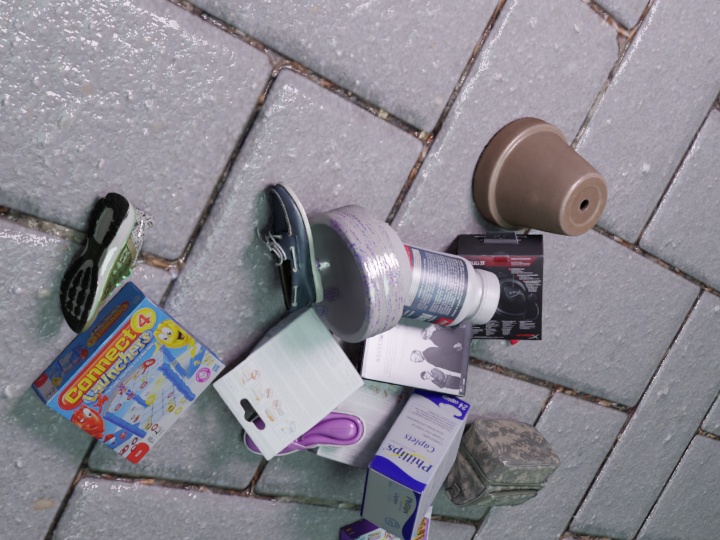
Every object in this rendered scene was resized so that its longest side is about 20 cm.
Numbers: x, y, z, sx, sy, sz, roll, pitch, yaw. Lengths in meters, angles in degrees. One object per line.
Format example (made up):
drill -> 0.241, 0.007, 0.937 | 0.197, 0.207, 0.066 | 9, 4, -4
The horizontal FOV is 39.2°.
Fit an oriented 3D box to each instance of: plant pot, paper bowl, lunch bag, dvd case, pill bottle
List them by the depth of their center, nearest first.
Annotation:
paper bowl -> 0.000, 0.000, 1.527 | 0.104, 0.200, 0.202 | -19, 125, -30
pill bottle -> 0.121, 0.027, 1.659 | 0.199, 0.120, 0.120 | 13, 106, -22
dvd case -> 0.095, 0.124, 1.710 | 0.199, 0.025, 0.151 | 13, 77, -22
plant pot -> 0.320, -0.140, 1.727 | 0.200, 0.174, 0.201 | -19, 125, -29
lunch bag -> 0.278, 0.401, 2.032 | 0.199, 0.140, 0.168 | 8, 125, -41

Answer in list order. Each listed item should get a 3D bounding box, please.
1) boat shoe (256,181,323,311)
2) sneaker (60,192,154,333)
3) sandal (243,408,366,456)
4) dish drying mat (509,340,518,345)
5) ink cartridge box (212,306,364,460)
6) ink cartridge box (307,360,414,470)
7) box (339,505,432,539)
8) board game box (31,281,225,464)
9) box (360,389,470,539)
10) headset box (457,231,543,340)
boat shoe -> -0.109, -0.033, 1.506 | 0.062, 0.075, 0.201 | -23, 121, -20
sneaker -> -0.330, -0.002, 1.355 | 0.088, 0.077, 0.201 | 14, 107, -51
sandal -> -0.091, 0.258, 1.649 | 0.201, 0.050, 0.083 | -6, 89, -4
dish drying mat -> 0.297, 0.050, 1.923 | 0.077, 0.018, 0.201 | -34, 131, -18
ink cartridge box -> -0.116, 0.175, 1.601 | 0.200, 0.047, 0.160 | -37, 107, -14
ink cartridge box -> 0.005, 0.236, 1.746 | 0.162, 0.050, 0.201 | 27, 84, -43
box -> 0.046, 0.536, 1.979 | 0.199, 0.039, 0.138 | -13, 121, -34
board game box -> -0.326, 0.150, 1.449 | 0.200, 0.056, 0.196 | -48, 134, -7
box -> 0.094, 0.331, 1.753 | 0.200, 0.105, 0.184 | -54, 161, -37
headset box -> 0.246, 0.021, 1.773 | 0.148, 0.077, 0.201 | 0, 122, 9
